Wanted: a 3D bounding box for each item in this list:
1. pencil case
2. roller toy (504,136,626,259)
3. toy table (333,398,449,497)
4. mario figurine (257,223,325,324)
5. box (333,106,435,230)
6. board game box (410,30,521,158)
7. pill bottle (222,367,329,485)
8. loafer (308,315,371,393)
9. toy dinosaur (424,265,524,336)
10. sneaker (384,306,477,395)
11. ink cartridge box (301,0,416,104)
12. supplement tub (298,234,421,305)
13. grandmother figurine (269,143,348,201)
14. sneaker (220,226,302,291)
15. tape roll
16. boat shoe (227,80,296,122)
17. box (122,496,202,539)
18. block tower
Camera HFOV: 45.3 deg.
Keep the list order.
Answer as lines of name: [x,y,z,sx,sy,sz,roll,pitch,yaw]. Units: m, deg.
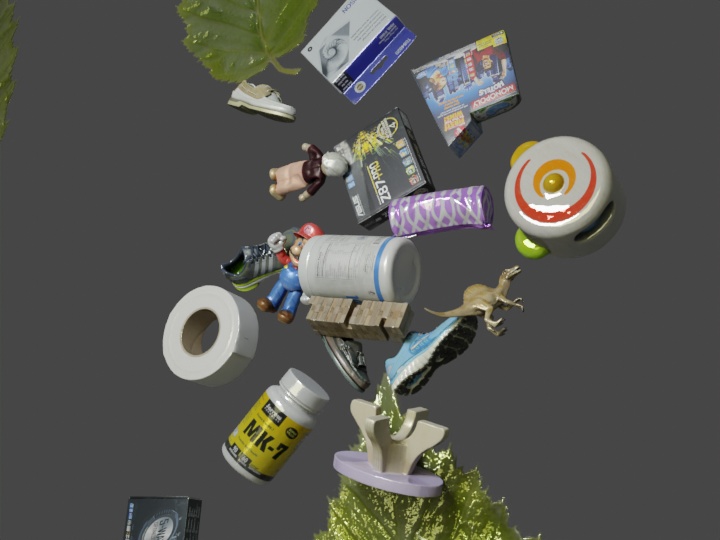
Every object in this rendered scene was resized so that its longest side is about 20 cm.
pencil case: [0.146,-0.103,1.586,0.200,0.084,0.086,-9,59,27]
roller toy: [0.341,-0.126,1.445,0.182,0.140,0.200,-4,69,29]
toy table: [0.052,0.294,1.448,0.200,0.184,0.117,11,94,21]
mario figurine: [-0.135,-0.001,1.692,0.200,0.123,0.106,-65,17,6]
box: [0.045,-0.202,1.708,0.161,0.049,0.200,-30,58,22]
board game box: [0.209,-0.327,1.650,0.200,0.062,0.200,-18,64,24]
pill bottle: [-0.154,0.287,1.601,0.114,0.114,0.200,41,95,35]
loafer: [-0.030,0.137,1.614,0.063,0.072,0.200,-40,54,5]
toy dinosaur: [0.210,0.065,1.478,0.200,0.058,0.101,-27,56,-24]
sneaker: [0.117,0.127,1.524,0.200,0.078,0.090,-42,51,9]
ink cartridge box: [-0.008,-0.485,1.853,0.200,0.041,0.200,-47,55,8]
supplement tub: [0.000,0.000,1.608,0.200,0.132,0.132,3,73,33]
grandmother figurine: [-0.104,-0.203,1.768,0.200,0.061,0.121,-8,88,43]
sneaker: [-0.199,-0.027,1.767,0.200,0.081,0.074,-34,58,15]
tape roll: [-0.309,0.136,1.779,0.202,0.071,0.203,-12,65,27]
boat shoe: [-0.214,-0.378,1.916,0.200,0.075,0.068,22,89,36]
box: [-0.395,0.546,1.690,0.160,0.044,0.200,-7,68,29]
block tower: [-0.004,0.088,1.563,0.200,0.054,0.058,4,55,30]
